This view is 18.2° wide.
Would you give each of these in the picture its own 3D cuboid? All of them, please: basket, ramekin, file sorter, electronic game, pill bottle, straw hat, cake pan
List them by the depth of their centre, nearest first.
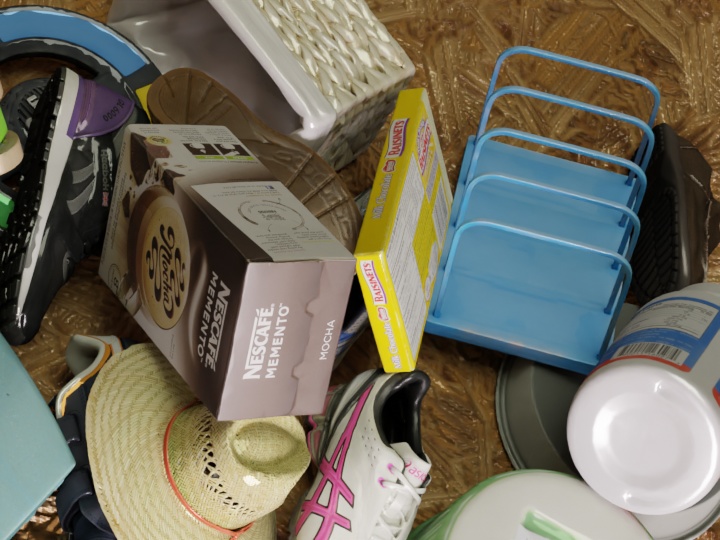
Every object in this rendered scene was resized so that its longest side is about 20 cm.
[{"bbox_3d":[-0.080,0.121,1.441,0.201,0.085,0.202,41,36,-40],"label":"straw hat"},{"bbox_3d":[0.116,0.232,1.509,0.198,0.098,0.202,11,56,-16],"label":"ramekin"},{"bbox_3d":[0.222,0.081,1.568,0.112,0.112,0.200,41,30,5],"label":"pill bottle"},{"bbox_3d":[-0.221,-0.101,1.604,0.198,0.042,0.202,9,61,-18],"label":"electronic game"},{"bbox_3d":[0.139,-0.049,1.652,0.138,0.123,0.201,15,47,1],"label":"file sorter"},{"bbox_3d":[-0.072,-0.164,1.656,0.123,0.136,0.200,-30,74,-36],"label":"basket"},{"bbox_3d":[0.197,0.107,1.661,0.198,0.037,0.202,11,57,-16],"label":"cake pan"}]

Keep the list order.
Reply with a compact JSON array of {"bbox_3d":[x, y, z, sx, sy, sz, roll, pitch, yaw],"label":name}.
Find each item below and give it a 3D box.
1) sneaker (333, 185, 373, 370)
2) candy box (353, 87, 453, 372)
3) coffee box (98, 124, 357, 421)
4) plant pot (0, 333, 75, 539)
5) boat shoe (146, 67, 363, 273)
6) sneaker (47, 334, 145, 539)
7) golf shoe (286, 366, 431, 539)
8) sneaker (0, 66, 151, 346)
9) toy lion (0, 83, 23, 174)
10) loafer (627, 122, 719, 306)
[{"bbox_3d":[0.000,0.000,1.614,0.077,0.085,0.201,32,52,-1],"label":"sneaker"},{"bbox_3d":[0.032,-0.031,1.579,0.026,0.103,0.201,-7,35,17],"label":"candy box"},{"bbox_3d":[-0.090,-0.002,1.447,0.079,0.114,0.200,-1,27,-31],"label":"coffee box"},{"bbox_3d":[-0.286,0.095,1.403,0.200,0.141,0.141,43,53,-1],"label":"plant pot"},{"bbox_3d":[-0.074,-0.055,1.575,0.200,0.072,0.072,40,60,15],"label":"boat shoe"},{"bbox_3d":[-0.175,0.129,1.465,0.079,0.079,0.201,19,47,-15],"label":"sneaker"},{"bbox_3d":[0.004,0.153,1.508,0.072,0.092,0.202,30,50,-35],"label":"golf shoe"},{"bbox_3d":[-0.189,-0.037,1.531,0.087,0.076,0.202,21,65,-21],"label":"sneaker"},{"bbox_3d":[-0.351,-0.071,1.469,0.199,0.069,0.192,11,38,35],"label":"toy lion"},{"bbox_3d":[0.253,-0.037,1.736,0.071,0.073,0.201,24,41,-15],"label":"loafer"}]
